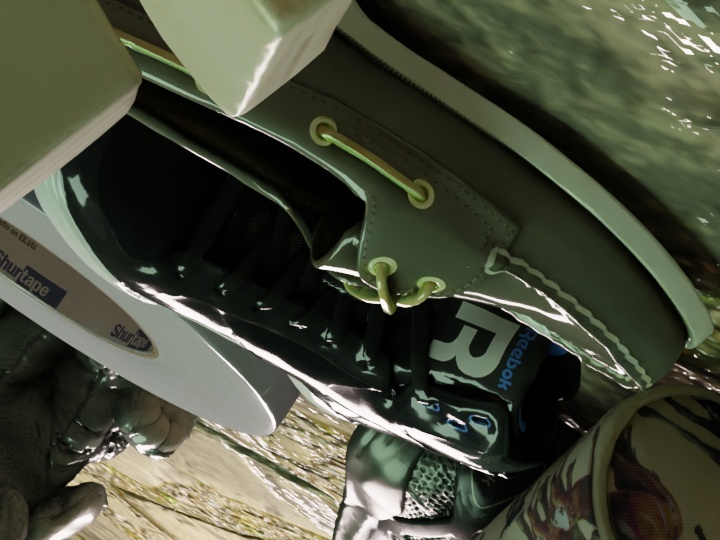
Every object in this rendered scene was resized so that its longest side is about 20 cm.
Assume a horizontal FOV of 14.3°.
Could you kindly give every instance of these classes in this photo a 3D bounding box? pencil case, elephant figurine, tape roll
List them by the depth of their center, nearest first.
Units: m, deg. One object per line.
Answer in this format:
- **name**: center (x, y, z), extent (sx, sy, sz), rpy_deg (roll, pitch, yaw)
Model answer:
- **pencil case**: center (0.067, 0.115, 0.899), extent (0.089, 0.078, 0.200), rpy_deg (47, 142, 5)
- **tape roll**: center (-0.094, -0.027, 0.971), extent (0.200, 0.066, 0.200), rpy_deg (31, 167, 8)
- **elephant figurine**: center (-0.183, 0.098, 1.342), extent (0.141, 0.200, 0.155), rpy_deg (25, 165, 34)

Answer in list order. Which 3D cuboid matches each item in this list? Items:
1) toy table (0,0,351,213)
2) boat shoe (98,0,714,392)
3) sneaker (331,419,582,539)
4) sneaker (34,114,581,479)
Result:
- **toy table**: center (-0.033, -0.093, 0.380), extent (0.117, 0.184, 0.200), rpy_deg (50, 176, 2)
- **boat shoe**: center (0.002, -0.026, 0.741), extent (0.201, 0.060, 0.072), rpy_deg (37, 167, -13)
- **sneaker**: center (0.052, 0.098, 1.037), extent (0.114, 0.076, 0.200), rpy_deg (38, 163, 10)
- **sneaker**: center (0.000, 0.000, 0.844), extent (0.112, 0.073, 0.200), rpy_deg (19, 169, 40)
